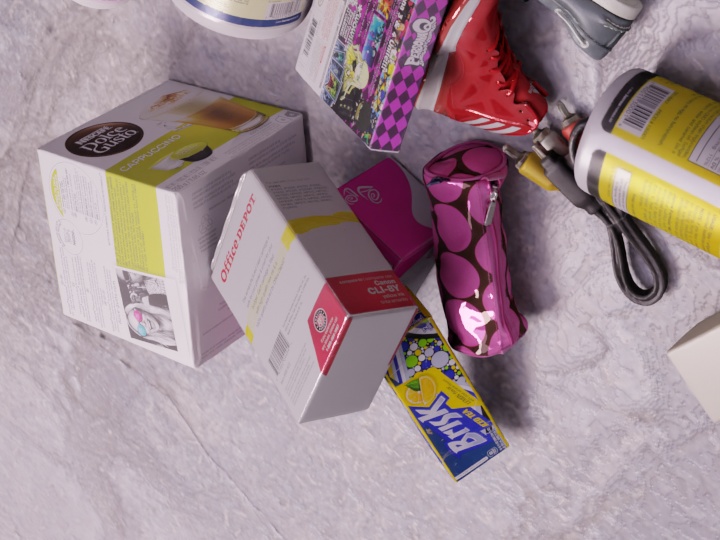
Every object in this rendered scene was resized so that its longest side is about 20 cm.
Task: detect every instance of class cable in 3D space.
[{"bbox_3d":[0.222,-0.065,1.476,0.097,0.050,0.200,-38,100,30],"label":"cable"}]

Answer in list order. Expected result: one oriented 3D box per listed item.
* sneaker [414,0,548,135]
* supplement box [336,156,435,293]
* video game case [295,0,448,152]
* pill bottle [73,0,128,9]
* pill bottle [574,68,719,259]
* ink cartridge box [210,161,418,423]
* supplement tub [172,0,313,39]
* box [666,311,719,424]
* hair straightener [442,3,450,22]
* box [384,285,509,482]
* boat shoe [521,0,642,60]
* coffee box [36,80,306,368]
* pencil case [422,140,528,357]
[{"bbox_3d":[0.122,-0.189,1.431,0.115,0.079,0.200,22,156,-1],"label":"sneaker"},{"bbox_3d":[0.000,0.000,1.647,0.103,0.101,0.200,44,135,13],"label":"supplement box"},{"bbox_3d":[0.014,-0.231,1.443,0.181,0.036,0.201,50,128,53],"label":"video game case"},{"bbox_3d":[-0.229,-0.355,1.620,0.112,0.112,0.200,51,137,3],"label":"pill bottle"},{"bbox_3d":[0.286,-0.076,1.344,0.200,0.114,0.115,30,131,25],"label":"pill bottle"},{"bbox_3d":[-0.048,0.017,1.533,0.200,0.083,0.145,56,139,33],"label":"ink cartridge box"},{"bbox_3d":[-0.093,-0.328,1.494,0.145,0.145,0.200,36,134,18],"label":"supplement tub"},{"bbox_3d":[0.361,0.052,1.390,0.200,0.068,0.082,-33,92,47],"label":"box"},{"bbox_3d":[0.042,-0.244,1.503,0.200,0.041,0.077,-2,114,43],"label":"hair straightener"},{"bbox_3d":[0.070,0.113,1.617,0.200,0.070,0.064,58,178,-36],"label":"box"},{"bbox_3d":[0.139,-0.249,1.389,0.200,0.073,0.062,35,118,13],"label":"boat shoe"},{"bbox_3d":[-0.186,-0.055,1.703,0.197,0.200,0.201,18,127,33],"label":"coffee box"},{"bbox_3d":[0.111,-0.015,1.550,0.094,0.091,0.201,22,132,46],"label":"pencil case"}]
